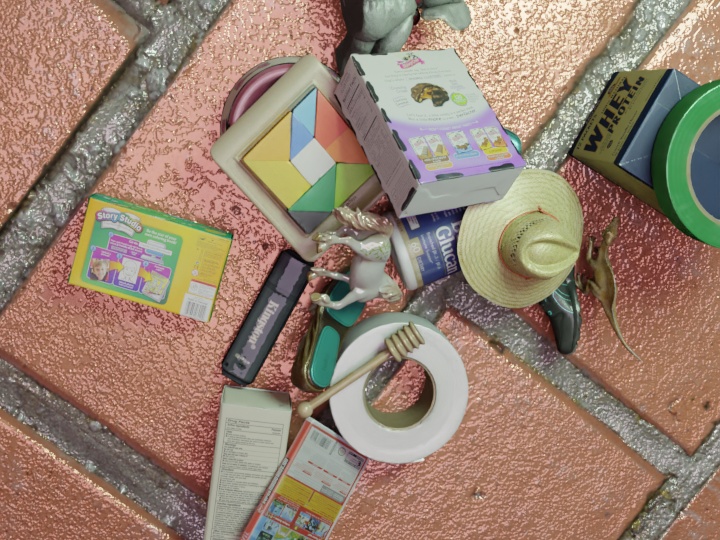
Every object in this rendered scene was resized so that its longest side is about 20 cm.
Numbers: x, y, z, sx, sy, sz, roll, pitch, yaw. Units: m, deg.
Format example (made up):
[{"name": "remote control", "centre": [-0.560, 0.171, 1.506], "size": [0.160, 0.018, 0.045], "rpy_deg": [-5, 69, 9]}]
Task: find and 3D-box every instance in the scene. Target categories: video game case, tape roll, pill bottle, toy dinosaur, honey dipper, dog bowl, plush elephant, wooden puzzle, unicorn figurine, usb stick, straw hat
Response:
[{"name": "video game case", "centre": [-0.076, 0.320, 1.345], "size": [0.143, 0.017, 0.202], "rpy_deg": [39, 76, -42]}, {"name": "tape roll", "centre": [0.452, -0.128, 1.163], "size": [0.196, 0.048, 0.205], "rpy_deg": [-1, 100, -6]}, {"name": "tape roll", "centre": [0.051, 0.165, 1.365], "size": [0.198, 0.071, 0.207], "rpy_deg": [-1, 100, -6]}, {"name": "pill bottle", "centre": [0.135, -0.060, 1.313], "size": [0.197, 0.111, 0.113], "rpy_deg": [-22, 102, -2]}, {"name": "toy dinosaur", "centre": [0.342, 0.026, 1.356], "size": [0.057, 0.101, 0.204], "rpy_deg": [-11, 101, -4]}, {"name": "honey dipper", "centre": [-0.002, 0.140, 1.304], "size": [0.198, 0.038, 0.038], "rpy_deg": [-36, 102, 5]}, {"name": "dog bowl", "centre": [-0.090, -0.183, 1.287], "size": [0.196, 0.074, 0.205], "rpy_deg": [-1, 100, -6]}, {"name": "plush elephant", "centre": [0.051, -0.356, 1.236], "size": [0.152, 0.199, 0.168], "rpy_deg": [-16, 95, -21]}, {"name": "wooden puzzle", "centre": [-0.065, -0.141, 1.241], "size": [0.185, 0.037, 0.200], "rpy_deg": [-42, 102, 3]}, {"name": "unicorn figurine", "centre": [0.000, 0.000, 1.256], "size": [0.134, 0.201, 0.075], "rpy_deg": [-1, 59, -14]}, {"name": "usb stick", "centre": [-0.129, 0.065, 1.347], "size": [0.055, 0.033, 0.202], "rpy_deg": [28, 96, -11]}, {"name": "straw hat", "centre": [0.229, -0.029, 1.245], "size": [0.197, 0.085, 0.205], "rpy_deg": [-7, 108, -23]}]

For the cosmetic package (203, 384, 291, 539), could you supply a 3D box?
[{"name": "cosmetic package", "centre": [-0.158, 0.273, 1.353], "size": [0.101, 0.087, 0.204], "rpy_deg": [9, 100, -7]}]

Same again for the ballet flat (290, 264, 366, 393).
[{"name": "ballet flat", "centre": [-0.048, 0.078, 1.327], "size": [0.068, 0.072, 0.203], "rpy_deg": [39, 57, -31]}]

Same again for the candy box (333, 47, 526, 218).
[{"name": "candy box", "centre": [0.083, -0.176, 1.196], "size": [0.165, 0.072, 0.202], "rpy_deg": [-11, 62, -31]}]

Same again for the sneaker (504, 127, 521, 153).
[{"name": "sneaker", "centre": [0.126, -0.167, 1.310], "size": [0.196, 0.080, 0.079], "rpy_deg": [5, 99, -8]}]

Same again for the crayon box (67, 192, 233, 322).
[{"name": "crayon box", "centre": [-0.281, -0.017, 1.303], "size": [0.196, 0.058, 0.121], "rpy_deg": [17, 98, -9]}]

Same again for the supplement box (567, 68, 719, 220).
[{"name": "supplement box", "centre": [0.416, -0.157, 1.281], "size": [0.198, 0.200, 0.136], "rpy_deg": [30, 96, -10]}]

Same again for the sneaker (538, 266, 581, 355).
[{"name": "sneaker", "centre": [0.269, 0.020, 1.371], "size": [0.078, 0.075, 0.205], "rpy_deg": [-7, 92, 5]}]
